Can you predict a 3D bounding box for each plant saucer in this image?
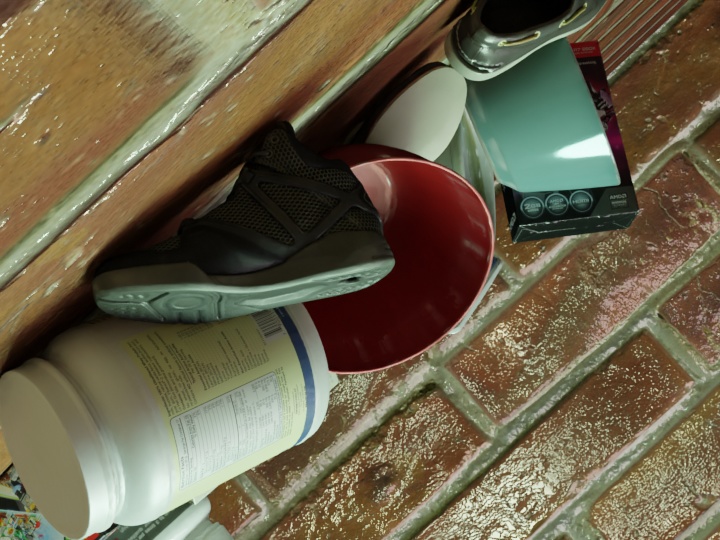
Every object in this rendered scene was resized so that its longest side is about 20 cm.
[{"bbox_3d":[0.099,-0.103,1.242,0.050,0.201,0.200,-5,-174,15],"label":"plant saucer"}]

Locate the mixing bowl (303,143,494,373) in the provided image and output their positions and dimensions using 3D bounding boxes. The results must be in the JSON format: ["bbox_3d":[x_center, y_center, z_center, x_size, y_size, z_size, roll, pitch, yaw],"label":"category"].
[{"bbox_3d":[-0.004,-0.026,0.987,0.200,0.200,0.108,-43,-142,8],"label":"mixing bowl"}]

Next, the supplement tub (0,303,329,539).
[{"bbox_3d":[-0.137,0.091,0.860,0.200,0.145,0.145,-23,165,-36],"label":"supplement tub"}]

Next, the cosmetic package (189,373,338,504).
[{"bbox_3d":[-0.129,0.127,1.172,0.103,0.073,0.200,10,-142,44],"label":"cosmetic package"}]

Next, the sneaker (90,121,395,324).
[{"bbox_3d":[-0.085,-0.030,0.809,0.199,0.115,0.076,-13,162,-14],"label":"sneaker"}]

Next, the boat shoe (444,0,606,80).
[{"bbox_3d":[0.156,-0.227,0.996,0.201,0.072,0.061,-40,177,-24],"label":"boat shoe"}]

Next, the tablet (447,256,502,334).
[{"bbox_3d":[0.037,0.017,1.282,0.200,0.014,0.130,7,-142,29],"label":"tablet"}]

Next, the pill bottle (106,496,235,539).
[{"bbox_3d":[-0.225,0.237,1.226,0.114,0.200,0.114,-42,175,-4],"label":"pill bottle"}]

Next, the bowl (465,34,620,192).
[{"bbox_3d":[0.155,-0.154,1.125,0.105,0.201,0.201,-22,179,10],"label":"bowl"}]

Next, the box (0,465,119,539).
[{"bbox_3d":[-0.328,0.263,1.162,0.200,0.110,0.035,-45,175,20],"label":"box"}]

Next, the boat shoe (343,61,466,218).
[{"bbox_3d":[0.018,-0.101,1.056,0.200,0.071,0.063,-56,-150,20],"label":"boat shoe"}]

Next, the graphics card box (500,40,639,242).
[{"bbox_3d":[0.198,-0.133,1.232,0.125,0.201,0.051,-6,161,-5],"label":"graphics card box"}]
